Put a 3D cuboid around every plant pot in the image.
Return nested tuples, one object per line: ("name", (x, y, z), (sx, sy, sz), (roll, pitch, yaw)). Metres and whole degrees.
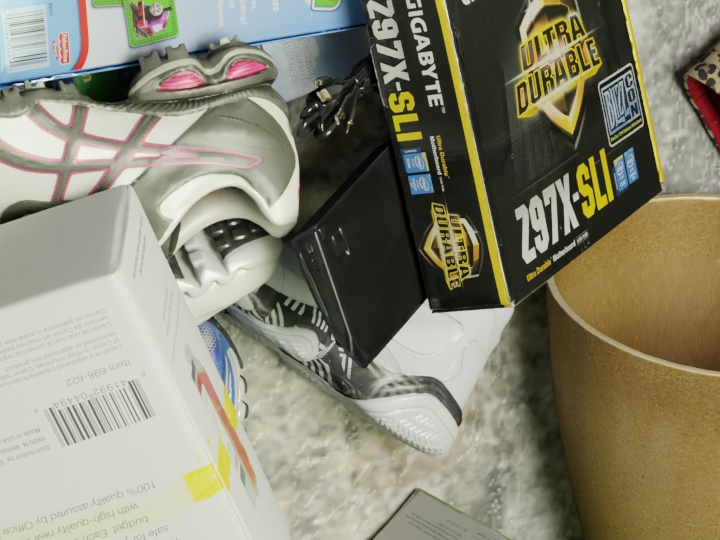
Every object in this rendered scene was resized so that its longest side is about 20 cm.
("plant pot", (0.179, 0.090, 1.502), (0.186, 0.186, 0.200), (-12, 123, -27))

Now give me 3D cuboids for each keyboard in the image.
("keyboard", (0.017, -0.052, 1.344), (0.200, 0.021, 0.127), (-48, 126, -53))

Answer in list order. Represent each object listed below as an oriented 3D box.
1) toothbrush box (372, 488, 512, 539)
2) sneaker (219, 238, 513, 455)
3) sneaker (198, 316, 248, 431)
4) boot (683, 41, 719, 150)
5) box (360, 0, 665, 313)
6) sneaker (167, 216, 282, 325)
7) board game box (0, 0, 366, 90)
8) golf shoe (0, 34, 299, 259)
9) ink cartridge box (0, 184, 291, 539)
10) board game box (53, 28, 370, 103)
("toothbrush box", (0.093, 0.222, 1.491), (0.086, 0.146, 0.200), (-48, 121, -11))
("sneaker", (0.000, 0.000, 1.424), (0.200, 0.075, 0.115), (39, 81, -36))
("sneaker", (-0.127, 0.104, 1.375), (0.089, 0.079, 0.200), (30, 87, -34))
("boot", (0.273, -0.091, 1.553), (0.151, 0.073, 0.200), (-46, 116, -13))
("box", (0.077, -0.085, 1.388), (0.200, 0.049, 0.160), (-33, 115, -58))
("sneaker", (-0.126, 0.026, 1.338), (0.200, 0.075, 0.081), (-23, 133, 5))
("board game box", (-0.083, -0.172, 1.291), (0.200, 0.037, 0.151), (-11, 108, -25))
("golf shoe", (-0.123, -0.039, 1.271), (0.200, 0.077, 0.088), (-16, 76, -10))
("ink cartridge box", (-0.130, 0.082, 1.262), (0.145, 0.083, 0.200), (-18, 118, 9))
("board game box", (-0.060, -0.151, 1.360), (0.200, 0.037, 0.151), (-23, 113, -23))
